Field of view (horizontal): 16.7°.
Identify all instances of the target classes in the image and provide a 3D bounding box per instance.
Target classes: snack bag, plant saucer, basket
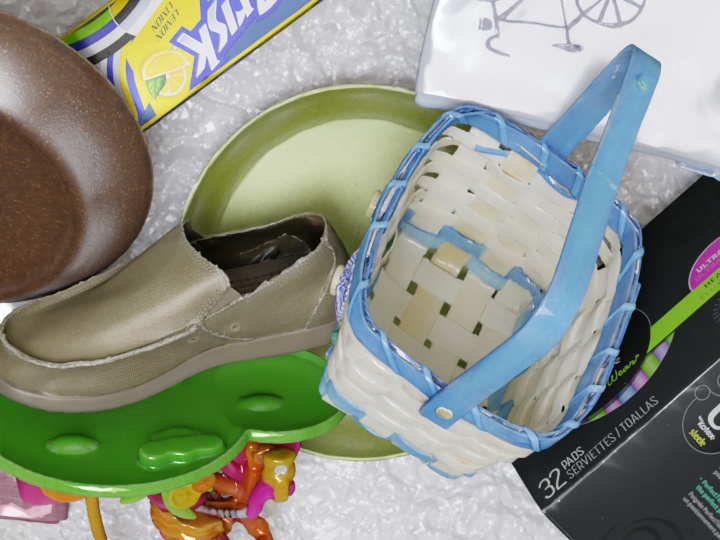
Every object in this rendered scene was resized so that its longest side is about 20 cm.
[{"bbox_3d":[0.128,-0.155,1.207,0.187,0.021,0.201,13,101,-4],"label":"snack bag"},{"bbox_3d":[0.000,0.000,1.303,0.198,0.031,0.202,0,99,-1],"label":"plant saucer"},{"bbox_3d":[0.069,0.002,1.173,0.139,0.177,0.200,34,141,-12],"label":"basket"},{"bbox_3d":[-0.203,-0.047,1.214,0.199,0.037,0.201,6,136,6],"label":"plant saucer"}]

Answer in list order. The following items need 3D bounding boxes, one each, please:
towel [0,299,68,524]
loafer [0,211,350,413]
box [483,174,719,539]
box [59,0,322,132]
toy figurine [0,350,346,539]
[{"bbox_3d":[-0.220,0.032,1.310,0.143,0.023,0.202,5,98,-2],"label":"towel"},{"bbox_3d":[-0.095,0.014,1.233,0.199,0.076,0.068,-16,126,-19],"label":"loafer"},{"bbox_3d":[0.180,0.061,1.243,0.200,0.149,0.124,-42,115,5],"label":"box"},{"bbox_3d":[-0.084,-0.129,1.257,0.199,0.070,0.064,-36,95,1],"label":"box"},{"bbox_3d":[-0.109,0.139,1.279,0.198,0.150,0.185,-4,123,-15],"label":"toy figurine"}]
